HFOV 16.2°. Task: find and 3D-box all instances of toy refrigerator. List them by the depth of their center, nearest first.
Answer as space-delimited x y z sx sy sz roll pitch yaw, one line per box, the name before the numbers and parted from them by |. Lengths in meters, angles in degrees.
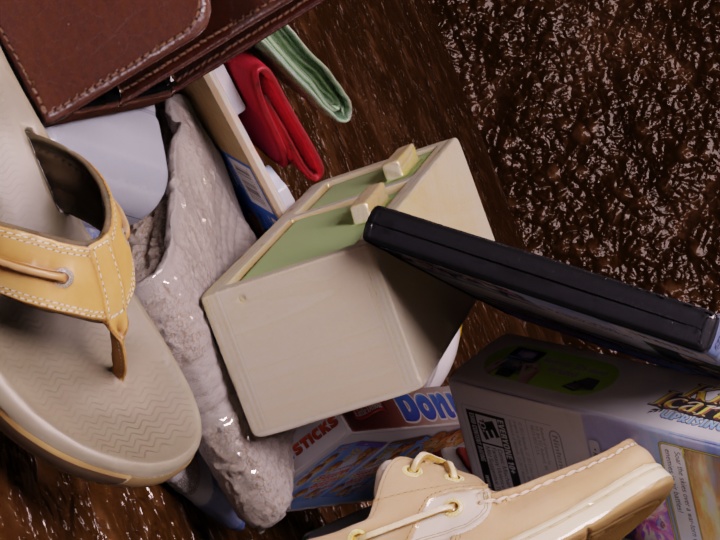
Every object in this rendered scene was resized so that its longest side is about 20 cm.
toy refrigerator | 0.000 0.000 1.086 0.200 0.076 0.070 -49 120 -71

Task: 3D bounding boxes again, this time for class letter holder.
letter holder | -0.087 -0.177 0.934 0.200 0.142 0.101 62 22 2

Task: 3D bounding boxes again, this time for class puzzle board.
puzzle board | -0.086 -0.084 1.186 0.151 0.017 0.200 30 -27 56

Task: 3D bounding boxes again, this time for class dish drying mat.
dish drying mat | -0.087 -0.110 1.198 0.200 0.018 0.077 42 -14 44

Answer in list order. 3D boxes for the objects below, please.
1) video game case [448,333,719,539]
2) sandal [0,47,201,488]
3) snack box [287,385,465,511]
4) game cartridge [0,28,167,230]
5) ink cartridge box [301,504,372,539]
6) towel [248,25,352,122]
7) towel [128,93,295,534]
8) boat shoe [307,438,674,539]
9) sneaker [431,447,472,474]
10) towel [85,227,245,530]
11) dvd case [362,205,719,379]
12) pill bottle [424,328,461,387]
video game case | 0.137 0.134 1.057 0.181 0.045 0.200 13 -52 44
sandal | -0.111 -0.018 0.853 0.080 0.054 0.200 -27 91 -47
snack box | 0.015 0.083 1.206 0.200 0.072 0.024 1 54 -60
game cartridge | -0.140 -0.114 0.979 0.133 0.041 0.200 11 53 -58
ink cartridge box | 0.046 0.221 1.196 0.146 0.084 0.200 -88 152 -73
towel | -0.096 -0.154 1.159 0.200 0.023 0.153 40 -4 39
towel | -0.063 0.010 1.091 0.200 0.034 0.133 -96 161 -62
boat shoe | 0.022 0.105 0.983 0.074 0.200 0.069 79 -14 -71
sneaker | 0.103 0.098 1.212 0.200 0.115 0.079 18 47 -84
towel | -0.099 0.015 1.051 0.200 0.024 0.147 53 17 -60
dvd case | 0.097 0.017 1.028 0.018 0.142 0.200 -70 159 -2
pill bottle | -0.002 0.020 1.323 0.200 0.114 0.115 -64 131 -78
